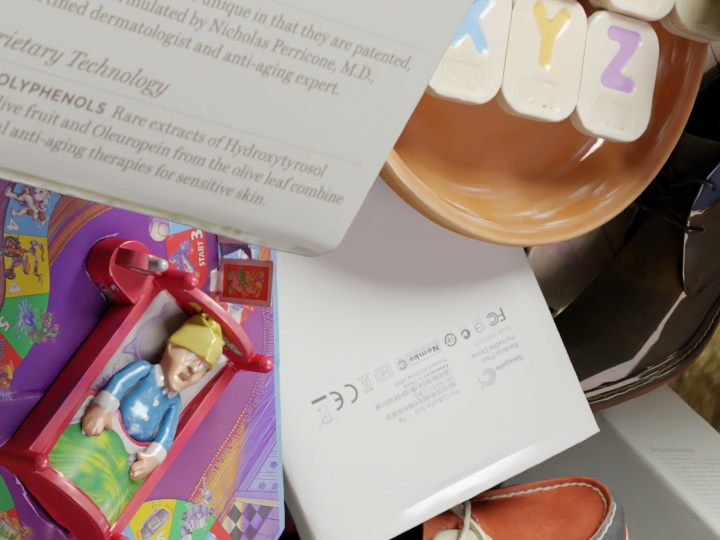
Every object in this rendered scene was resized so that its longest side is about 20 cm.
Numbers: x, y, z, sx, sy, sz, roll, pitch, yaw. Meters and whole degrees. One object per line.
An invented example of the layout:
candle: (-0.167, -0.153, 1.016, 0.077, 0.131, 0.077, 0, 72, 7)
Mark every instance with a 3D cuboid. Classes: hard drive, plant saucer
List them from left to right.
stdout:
hard drive: (0.000, 0.000, 1.102, 0.132, 0.025, 0.200, -25, 95, -21)
plant saucer: (0.057, -0.110, 1.088, 0.200, 0.037, 0.200, -2, 93, -39)

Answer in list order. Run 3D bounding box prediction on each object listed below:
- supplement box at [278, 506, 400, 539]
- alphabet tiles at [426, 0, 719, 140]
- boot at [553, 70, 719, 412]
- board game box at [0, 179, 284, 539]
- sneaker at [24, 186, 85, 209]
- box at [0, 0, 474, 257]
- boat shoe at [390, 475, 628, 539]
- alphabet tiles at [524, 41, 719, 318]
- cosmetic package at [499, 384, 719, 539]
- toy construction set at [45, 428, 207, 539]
supplement box: (-0.088, 0.128, 1.154, 0.200, 0.061, 0.109, -38, 134, -3)
alphabet tiles: (0.081, -0.155, 1.063, 0.200, 0.015, 0.196, 12, 85, -38)
boot: (0.131, -0.019, 1.217, 0.200, 0.075, 0.097, -35, 127, -20)
board game box: (-0.081, 0.042, 1.005, 0.158, 0.039, 0.200, -5, 96, -39)
sneaker: (-0.152, -0.059, 1.014, 0.146, 0.081, 0.200, -31, 130, -23)
box: (-0.088, -0.139, 0.906, 0.200, 0.199, 0.171, 14, 112, -41)
boat shoe: (0.021, 0.125, 1.137, 0.200, 0.071, 0.063, -19, 129, -16)
alphabet tiles: (0.116, -0.045, 1.238, 0.200, 0.015, 0.196, -35, 134, -7)
cosmetic package: (0.147, 0.138, 1.260, 0.074, 0.200, 0.102, 5, 119, -36)
toy construction set: (-0.151, 0.128, 1.055, 0.092, 0.131, 0.200, 67, 42, -73)
